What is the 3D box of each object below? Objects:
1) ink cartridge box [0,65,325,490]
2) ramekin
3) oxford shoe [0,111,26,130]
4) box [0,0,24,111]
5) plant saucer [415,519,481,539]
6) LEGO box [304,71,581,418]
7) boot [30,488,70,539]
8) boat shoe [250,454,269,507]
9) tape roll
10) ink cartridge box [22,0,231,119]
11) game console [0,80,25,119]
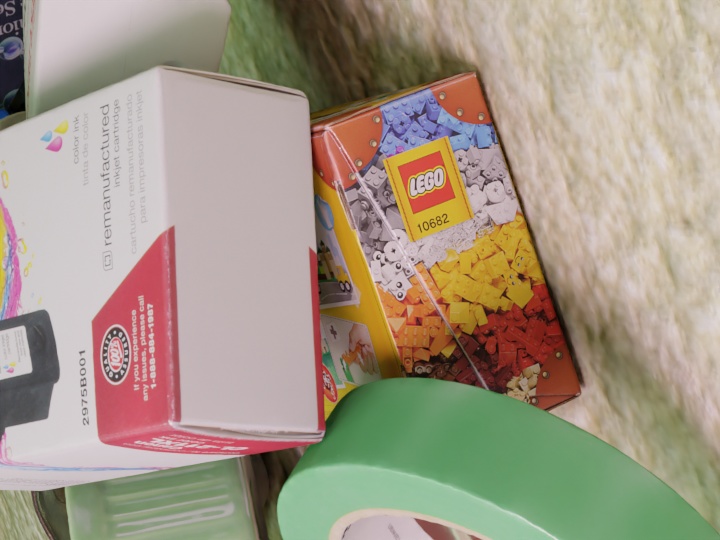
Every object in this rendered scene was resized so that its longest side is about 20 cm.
[{"bbox_3d":[-0.113,0.012,0.849,0.200,0.083,0.146,-15,74,45],"label":"ink cartridge box"},{"bbox_3d":[-0.099,0.179,1.145,0.200,0.098,0.200,168,90,-88],"label":"ramekin"},{"bbox_3d":[-0.118,-0.025,0.964,0.200,0.075,0.058,45,156,35],"label":"oxford shoe"},{"bbox_3d":[-0.214,-0.143,1.171,0.107,0.148,0.200,50,152,37],"label":"box"},{"bbox_3d":[0.035,0.162,1.026,0.201,0.051,0.201,48,151,38],"label":"plant saucer"},{"bbox_3d":[0.000,0.000,0.920,0.200,0.077,0.149,-3,107,66],"label":"LEGO box"},{"bbox_3d":[-0.208,0.161,1.526,0.097,0.075,0.200,8,116,67],"label":"boot"},{"bbox_3d":[-0.106,0.173,1.318,0.072,0.068,0.200,58,155,21],"label":"boat shoe"},{"bbox_3d":[0.062,0.126,0.818,0.200,0.048,0.201,24,149,16],"label":"tape roll"},{"bbox_3d":[-0.114,-0.163,0.931,0.147,0.083,0.200,108,158,-56],"label":"ink cartridge box"},{"bbox_3d":[-0.147,-0.004,1.082,0.118,0.171,0.200,-54,46,12],"label":"game console"}]
